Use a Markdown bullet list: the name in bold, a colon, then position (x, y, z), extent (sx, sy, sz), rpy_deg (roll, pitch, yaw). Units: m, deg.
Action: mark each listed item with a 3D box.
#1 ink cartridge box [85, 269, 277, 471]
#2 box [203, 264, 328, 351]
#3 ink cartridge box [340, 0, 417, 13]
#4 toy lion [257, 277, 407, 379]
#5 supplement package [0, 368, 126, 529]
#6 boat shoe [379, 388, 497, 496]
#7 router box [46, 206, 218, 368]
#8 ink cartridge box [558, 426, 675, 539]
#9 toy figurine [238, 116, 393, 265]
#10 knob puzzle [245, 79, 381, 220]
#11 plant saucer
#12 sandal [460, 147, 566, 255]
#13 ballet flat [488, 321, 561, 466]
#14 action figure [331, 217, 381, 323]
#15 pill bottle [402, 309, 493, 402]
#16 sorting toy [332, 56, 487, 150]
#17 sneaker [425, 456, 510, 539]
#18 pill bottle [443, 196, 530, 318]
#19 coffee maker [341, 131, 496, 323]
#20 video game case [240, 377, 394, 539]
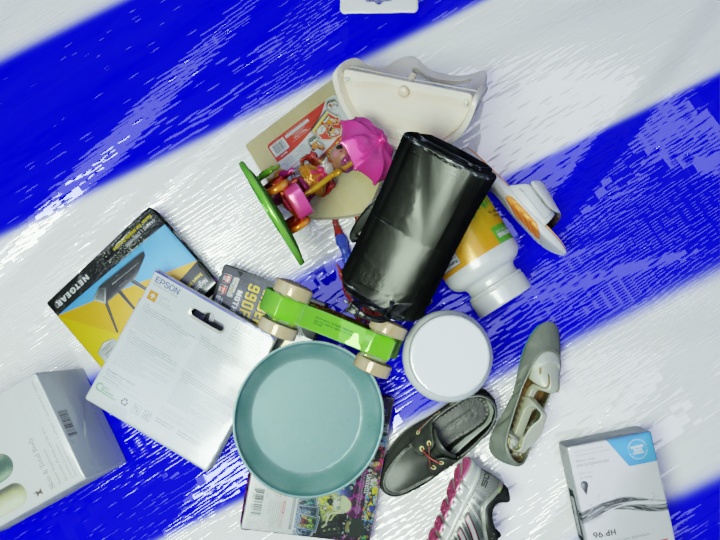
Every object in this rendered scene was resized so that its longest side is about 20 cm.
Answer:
- **ink cartridge box**: position (-0.238, 0.132, 1.062), extent (0.198, 0.041, 0.202), rpy_deg (29, 88, 6)
- **box**: position (-0.152, 0.113, 1.104), extent (0.157, 0.048, 0.202), rpy_deg (21, 86, 6)
- **ink cartridge box**: position (0.028, -0.456, 1.132), extent (0.114, 0.068, 0.203), rpy_deg (0, 84, 4)
- **toy lion**: position (-0.035, 0.068, 0.991), extent (0.198, 0.192, 0.069), rpy_deg (23, 89, -13)
- **supplement package**: position (-0.457, 0.249, 1.058), extent (0.198, 0.151, 0.153), rpy_deg (-29, 84, 0)
- **boat shoe**: position (0.103, 0.235, 1.071), extent (0.201, 0.063, 0.074), rpy_deg (-40, 86, 1)
- **router box**: position (-0.320, 0.033, 1.120), extent (0.200, 0.051, 0.149), rpy_deg (-44, 85, -2)
- **ink cartridge box**: position (0.344, 0.321, 1.043), extent (0.114, 0.068, 0.203), rpy_deg (-12, 84, 3)
- **toy figurine**: position (-0.044, -0.122, 1.021), extent (0.183, 0.200, 0.151), rpy_deg (-32, 104, -5)
- **knob puzzle**: position (-0.043, -0.154, 1.121), extent (0.216, 0.030, 0.223), rpy_deg (-4, 73, 14)
- **plant saucer**: position (-0.068, 0.191, 1.023), extent (0.197, 0.036, 0.203), rpy_deg (0, 89, -12)
- **sandal**: position (0.224, -0.110, 1.088), extent (0.059, 0.079, 0.207), rpy_deg (-42, 82, 1)
- **ballet flat**: position (0.238, 0.170, 1.063), extent (0.067, 0.064, 0.202), rpy_deg (24, 88, -29)
- **action figure**: position (0.000, 0.000, 1.108), extent (0.065, 0.052, 0.203), rpy_deg (-17, 86, -3)
- **pill bottle**: position (0.109, 0.110, 1.012), extent (0.112, 0.200, 0.116), rpy_deg (0, 84, 4)
- **sorting toy**: position (0.089, -0.243, 1.073), extent (0.198, 0.108, 0.180), rpy_deg (16, 43, 20)
- **sneaker**: position (0.141, 0.357, 1.049), extent (0.086, 0.074, 0.202), rpy_deg (22, 89, 0)
- **pill bottle**: position (0.145, -0.042, 1.069), extent (0.110, 0.111, 0.201), rpy_deg (-31, 83, 0)
- **coffee maker**: position (0.071, -0.050, 0.936), extent (0.133, 0.192, 0.202), rpy_deg (22, 108, -9)
- **video game case**: position (-0.058, 0.256, 1.062), extent (0.179, 0.036, 0.203), rpy_deg (10, 88, -12)
